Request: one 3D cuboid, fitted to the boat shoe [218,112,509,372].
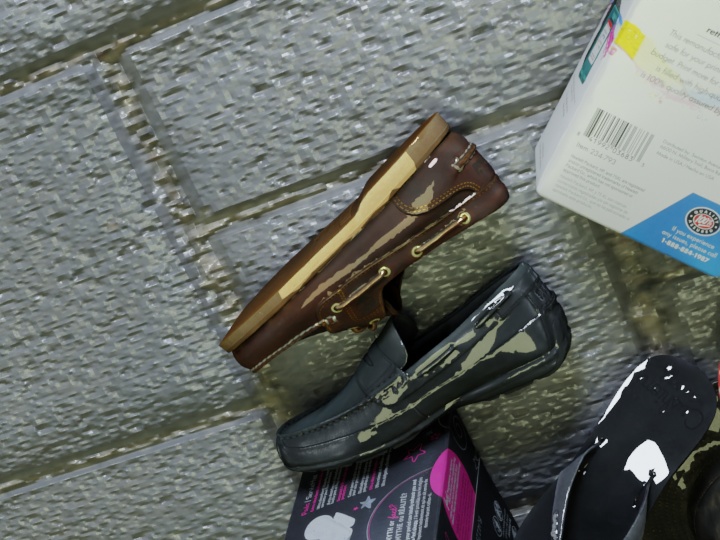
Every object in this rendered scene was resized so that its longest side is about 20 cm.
[{"bbox_3d":[0.000,0.000,0.796,0.070,0.071,0.200,43,115,-9],"label":"boat shoe"}]

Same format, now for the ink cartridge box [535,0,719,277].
[{"bbox_3d":[0.185,-0.113,0.713,0.115,0.067,0.202,24,118,-4],"label":"ink cartridge box"}]

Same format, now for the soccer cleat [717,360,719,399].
[{"bbox_3d":[0.239,0.033,0.753,0.067,0.085,0.203,4,106,8],"label":"soccer cleat"}]

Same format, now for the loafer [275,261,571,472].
[{"bbox_3d":[0.030,0.059,0.827,0.199,0.068,0.071,-27,102,15],"label":"loafer"}]

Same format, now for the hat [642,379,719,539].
[{"bbox_3d":[0.259,0.166,0.834,0.197,0.081,0.204,4,118,8],"label":"hat"}]

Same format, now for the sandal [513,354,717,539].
[{"bbox_3d":[0.142,0.138,0.800,0.075,0.043,0.202,25,80,16],"label":"sandal"}]

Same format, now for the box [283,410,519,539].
[{"bbox_3d":[0.025,0.201,0.820,0.113,0.201,0.133,-21,113,19],"label":"box"}]
